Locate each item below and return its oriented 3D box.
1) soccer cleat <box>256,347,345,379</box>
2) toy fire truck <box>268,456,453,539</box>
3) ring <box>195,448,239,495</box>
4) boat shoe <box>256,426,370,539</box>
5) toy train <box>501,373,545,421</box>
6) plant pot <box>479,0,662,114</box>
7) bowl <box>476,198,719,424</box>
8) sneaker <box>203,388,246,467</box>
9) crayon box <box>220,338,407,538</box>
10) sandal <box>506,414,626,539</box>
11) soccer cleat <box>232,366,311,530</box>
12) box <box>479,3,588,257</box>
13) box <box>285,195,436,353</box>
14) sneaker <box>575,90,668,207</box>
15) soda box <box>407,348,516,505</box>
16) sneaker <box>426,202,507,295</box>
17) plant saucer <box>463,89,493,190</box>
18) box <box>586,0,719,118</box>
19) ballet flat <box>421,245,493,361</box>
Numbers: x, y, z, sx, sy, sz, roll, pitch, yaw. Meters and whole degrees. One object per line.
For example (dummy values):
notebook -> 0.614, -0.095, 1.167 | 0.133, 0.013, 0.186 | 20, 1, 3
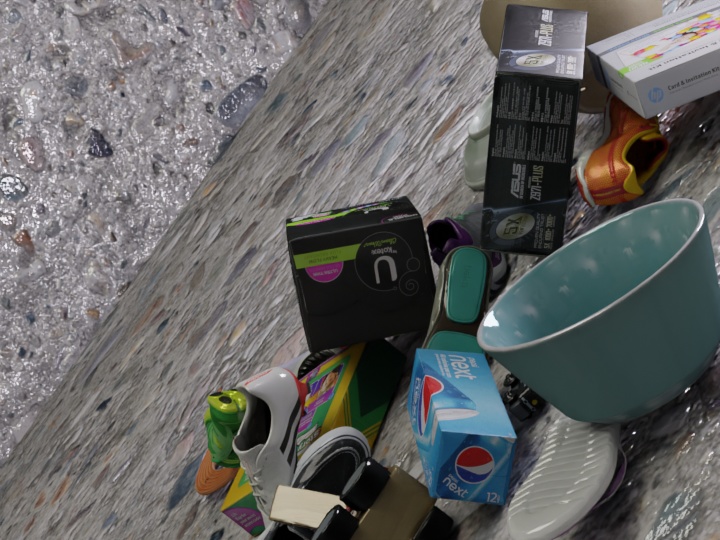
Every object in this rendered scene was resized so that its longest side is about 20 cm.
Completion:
soccer cleat -> -0.061, 0.128, 2.057 | 0.073, 0.069, 0.200 | -26, -3, -43
toy fire truck -> -0.030, 0.257, 1.568 | 0.177, 0.128, 0.200 | -56, 4, -17
ring -> -0.137, 0.201, 2.185 | 0.200, 0.019, 0.201 | -45, 16, 16
boat shoe -> -0.053, 0.247, 1.723 | 0.201, 0.072, 0.068 | -53, 13, 2
toy train -> 0.158, 0.067, 1.602 | 0.046, 0.034, 0.200 | -39, 19, 26
plant pot -> 0.244, -0.248, 1.867 | 0.200, 0.199, 0.135 | -42, 54, 29
bowl -> 0.200, 0.043, 1.343 | 0.200, 0.105, 0.201 | -32, 12, 7
sneaker -> -0.141, 0.184, 2.032 | 0.200, 0.073, 0.084 | 115, 145, -74
crayon box -> -0.051, 0.179, 1.903 | 0.200, 0.058, 0.173 | -37, 21, 43
sandal -> 0.170, 0.159, 1.331 | 0.082, 0.050, 0.203 | -24, 14, 29
soccer cleat -> -0.092, 0.199, 1.771 | 0.068, 0.085, 0.202 | 8, 101, 44
box -> 0.174, -0.141, 1.753 | 0.164, 0.085, 0.201 | -75, -10, -57
box -> 0.000, 0.000, 1.900 | 0.147, 0.125, 0.200 | -11, 9, -1
sneaker -> 0.272, -0.127, 1.704 | 0.077, 0.073, 0.201 | -7, 37, 29
soda box -> 0.087, 0.134, 1.544 | 0.200, 0.067, 0.065 | -104, 21, -72
sneaker -> 0.113, -0.043, 1.892 | 0.074, 0.087, 0.200 | -46, 16, 18
plant saucer -> 0.182, -0.190, 2.114 | 0.200, 0.050, 0.200 | -46, 15, 16
box -> 0.312, -0.208, 1.666 | 0.155, 0.041, 0.200 | -21, 18, 1
ballet flat -> 0.096, 0.069, 1.734 | 0.064, 0.067, 0.201 | 99, -176, -57
